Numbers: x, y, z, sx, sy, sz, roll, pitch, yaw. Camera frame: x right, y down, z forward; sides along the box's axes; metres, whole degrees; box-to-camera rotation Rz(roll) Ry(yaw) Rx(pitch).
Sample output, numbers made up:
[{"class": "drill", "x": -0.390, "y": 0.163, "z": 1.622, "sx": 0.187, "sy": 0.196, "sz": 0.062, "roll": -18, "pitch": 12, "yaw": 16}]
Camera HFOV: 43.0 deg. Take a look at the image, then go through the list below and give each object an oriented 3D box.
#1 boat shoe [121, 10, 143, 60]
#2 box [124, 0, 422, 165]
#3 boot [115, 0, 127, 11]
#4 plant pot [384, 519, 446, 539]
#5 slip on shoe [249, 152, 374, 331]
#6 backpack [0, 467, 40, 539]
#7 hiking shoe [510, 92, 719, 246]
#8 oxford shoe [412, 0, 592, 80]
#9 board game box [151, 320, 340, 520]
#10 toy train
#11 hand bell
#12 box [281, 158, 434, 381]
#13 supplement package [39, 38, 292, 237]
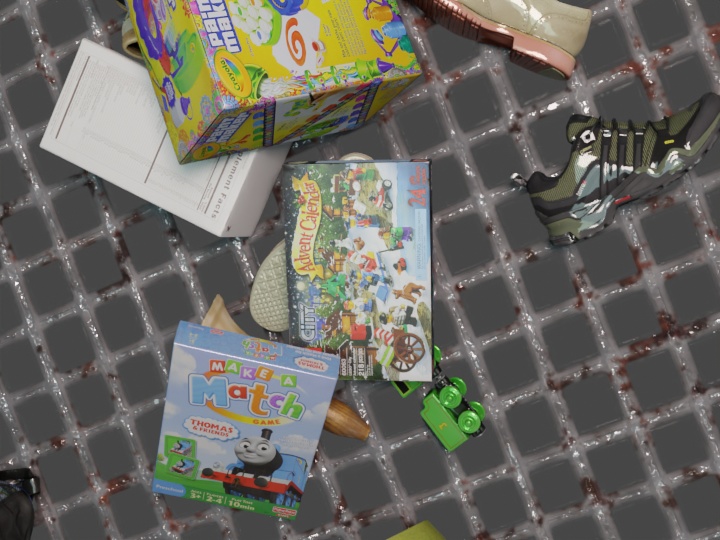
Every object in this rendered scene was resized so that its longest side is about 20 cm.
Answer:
[{"class": "boat shoe", "x": -0.127, "y": -0.208, "z": 0.871, "sx": 0.197, "sy": 0.077, "sz": 0.072, "roll": 4, "pitch": 136, "yaw": -5}, {"class": "box", "x": -0.083, "y": -0.221, "z": 0.776, "sx": 0.191, "sy": 0.122, "sz": 0.203, "roll": -16, "pitch": 84, "yaw": -31}, {"class": "boot", "x": -0.160, "y": -0.299, "z": 0.861, "sx": 0.198, "sy": 0.138, "sz": 0.078, "roll": -22, "pitch": 89, "yaw": 9}, {"class": "plant pot", "x": 0.065, "y": 0.348, "z": 0.858, "sx": 0.185, "sy": 0.187, "sz": 0.202, "roll": -28, "pitch": 74, "yaw": 10}, {"class": "slip on shoe", "x": -0.041, "y": -0.026, "z": 0.898, "sx": 0.074, "sy": 0.061, "sz": 0.201, "roll": 32, "pitch": 102, "yaw": -1}, {"class": "backpack", "x": -0.448, "y": 0.296, "z": 0.946, "sx": 0.188, "sy": 0.154, "sz": 0.203, "roll": 14, "pitch": 99, "yaw": 19}, {"class": "hiking shoe", "x": 0.237, "y": -0.111, "z": 0.838, "sx": 0.199, "sy": 0.076, "sz": 0.101, "roll": -37, "pitch": 91, "yaw": 10}, {"class": "oxford shoe", "x": 0.121, "y": -0.253, "z": 0.857, "sx": 0.198, "sy": 0.071, "sz": 0.075, "roll": 27, "pitch": 92, "yaw": -3}, {"class": "board game box", "x": -0.113, "y": 0.148, "z": 0.869, "sx": 0.149, "sy": 0.037, "sz": 0.202, "roll": 13, "pitch": 125, "yaw": -5}, {"class": "toy train", "x": 0.048, "y": 0.089, "z": 0.901, "sx": 0.056, "sy": 0.042, "sz": 0.201, "roll": -39, "pitch": 87, "yaw": 20}, {"class": "hand bell", "x": -0.078, "y": 0.115, "z": 0.912, "sx": 0.198, "sy": 0.104, "sz": 0.105, "roll": 28, "pitch": 97, "yaw": -6}, {"class": "box", "x": 0.000, "y": 0.000, "z": 0.847, "sx": 0.134, "sy": 0.038, "sz": 0.203, "roll": -1, "pitch": 101, "yaw": 8}, {"class": "supplement package", "x": -0.183, "y": -0.123, "z": 0.889, "sx": 0.198, "sy": 0.109, "sz": 0.115, "roll": 27, "pitch": 96, "yaw": 7}]
